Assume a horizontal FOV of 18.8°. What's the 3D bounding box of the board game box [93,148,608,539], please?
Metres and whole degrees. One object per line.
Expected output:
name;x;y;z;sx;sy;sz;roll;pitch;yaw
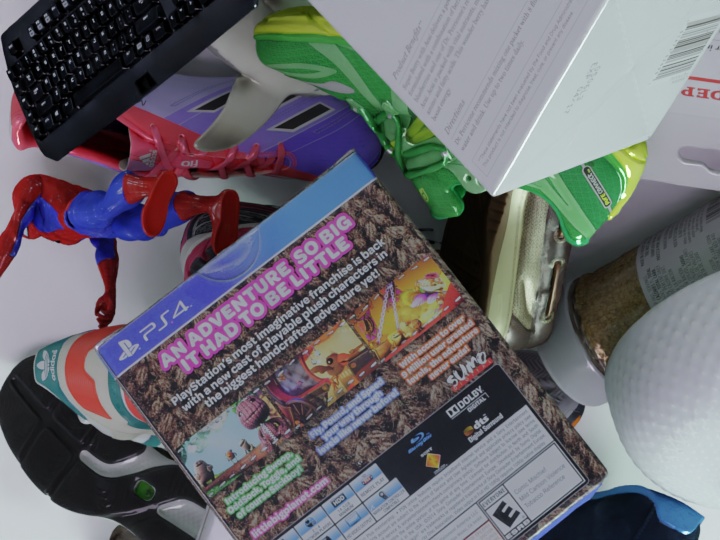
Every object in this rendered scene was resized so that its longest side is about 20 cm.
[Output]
board game box;-0.004;0.075;1.063;0.159;0.097;0.200;-37;80;-6

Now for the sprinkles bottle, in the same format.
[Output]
sprinkles bottle;0.184;0.001;1.144;0.199;0.068;0.068;-32;115;32

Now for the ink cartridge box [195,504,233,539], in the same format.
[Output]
ink cartridge box;-0.017;0.158;1.171;0.144;0.083;0.201;18;97;-2

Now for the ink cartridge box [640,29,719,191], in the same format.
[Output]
ink cartridge box;0.183;-0.137;1.035;0.115;0.068;0.201;9;129;8

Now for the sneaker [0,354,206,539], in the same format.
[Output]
sneaker;-0.127;0.129;1.319;0.200;0.076;0.115;34;177;22

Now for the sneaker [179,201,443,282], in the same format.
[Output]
sneaker;0.000;0.000;1.190;0.199;0.075;0.081;14;116;-17

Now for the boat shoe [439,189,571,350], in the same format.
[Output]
boat shoe;0.093;-0.049;1.123;0.071;0.072;0.201;0;110;-27

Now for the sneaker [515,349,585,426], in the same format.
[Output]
sneaker;0.059;0.121;1.278;0.199;0.078;0.112;-26;134;22

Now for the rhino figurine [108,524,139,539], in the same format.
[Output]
rhino figurine;-0.076;0.211;1.382;0.199;0.060;0.088;21;128;-5

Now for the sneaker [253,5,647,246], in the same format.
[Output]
sneaker;0.035;-0.070;1.037;0.199;0.074;0.084;24;101;5

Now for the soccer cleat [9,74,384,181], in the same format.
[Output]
soccer cleat;-0.087;-0.072;1.150;0.198;0.073;0.069;13;130;4

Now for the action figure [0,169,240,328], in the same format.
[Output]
action figure;-0.145;-0.004;1.164;0.065;0.100;0.200;19;174;-32

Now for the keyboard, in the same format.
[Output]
keyboard;-0.127;-0.132;1.042;0.200;0.039;0.105;-31;76;46

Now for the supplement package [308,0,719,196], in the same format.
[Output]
supplement package;0.055;-0.154;0.963;0.200;0.119;0.122;48;133;21

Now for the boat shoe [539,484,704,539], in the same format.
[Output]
boat shoe;0.130;0.168;1.239;0.084;0.069;0.200;23;162;0

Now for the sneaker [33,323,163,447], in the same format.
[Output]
sneaker;-0.106;0.066;1.232;0.093;0.071;0.200;4;170;28

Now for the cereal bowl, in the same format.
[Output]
cereal bowl;0.230;0.071;1.127;0.198;0.084;0.201;-9;150;-5

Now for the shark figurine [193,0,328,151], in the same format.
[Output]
shark figurine;-0.073;-0.153;1.085;0.128;0.090;0.215;-38;125;-2
